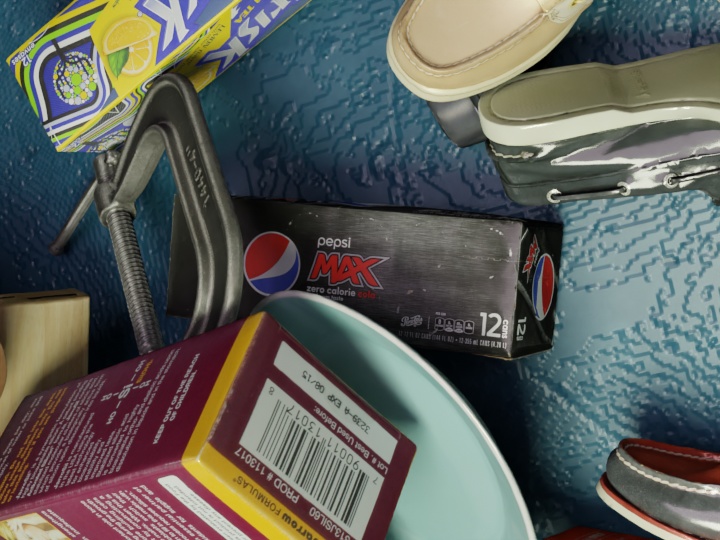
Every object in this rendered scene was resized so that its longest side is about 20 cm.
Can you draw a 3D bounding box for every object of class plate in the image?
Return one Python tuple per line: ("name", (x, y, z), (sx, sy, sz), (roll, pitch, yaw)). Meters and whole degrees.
("plate", (0.018, 0.089, 0.832), (0.200, 0.026, 0.200), (35, 145, 28))

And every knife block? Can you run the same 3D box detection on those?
("knife block", (-0.189, 0.130, 0.929), (0.200, 0.064, 0.176), (-49, 58, 44))

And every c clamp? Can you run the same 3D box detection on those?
("c clamp", (-0.107, -0.009, 0.879), (0.171, 0.027, 0.200), (-60, 37, 32))

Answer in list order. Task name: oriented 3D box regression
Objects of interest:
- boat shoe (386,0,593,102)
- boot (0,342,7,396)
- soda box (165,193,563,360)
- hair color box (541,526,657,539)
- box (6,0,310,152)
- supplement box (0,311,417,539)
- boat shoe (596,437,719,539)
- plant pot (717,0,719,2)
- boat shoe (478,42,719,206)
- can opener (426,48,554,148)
("boat shoe", (0.093, -0.159, 0.782), (0.200, 0.069, 0.074), (-41, 77, -7))
("boot", (-0.252, 0.031, 0.891), (0.200, 0.070, 0.146), (-52, 52, 42))
("soda box", (0.000, 0.000, 0.872), (0.200, 0.063, 0.071), (6, 93, 25))
("hair color box", (0.180, 0.194, 0.789), (0.200, 0.064, 0.111), (7, 93, 24))
("box", (-0.092, -0.145, 0.911), (0.200, 0.070, 0.064), (-37, 78, 22))
("supplement box", (-0.087, 0.104, 0.807), (0.200, 0.086, 0.110), (-20, 126, 43))
("boat shoe", (0.209, 0.102, 0.766), (0.200, 0.071, 0.063), (12, 111, 19))
("plant pot", (0.217, -0.181, 0.694), (0.200, 0.200, 0.184), (47, 111, 17))
("boat shoe", (0.158, -0.061, 0.793), (0.199, 0.075, 0.066), (-7, 124, 4))
("can opener", (0.040, -0.164, 0.851), (0.079, 0.063, 0.200), (-22, 82, 24))
